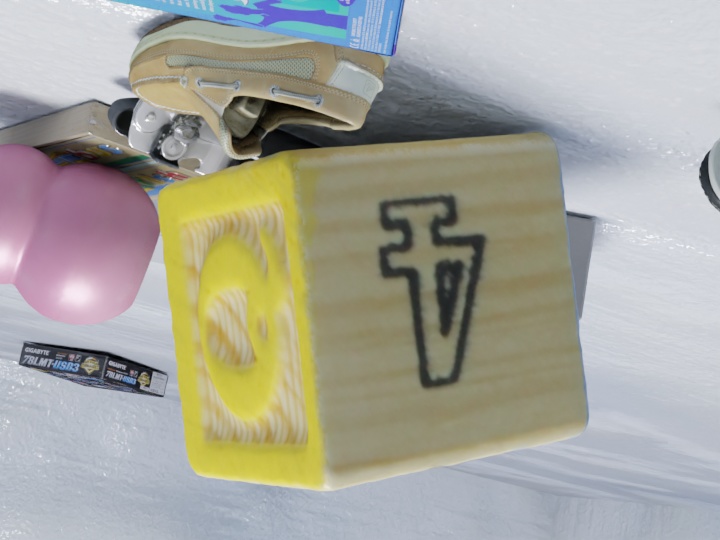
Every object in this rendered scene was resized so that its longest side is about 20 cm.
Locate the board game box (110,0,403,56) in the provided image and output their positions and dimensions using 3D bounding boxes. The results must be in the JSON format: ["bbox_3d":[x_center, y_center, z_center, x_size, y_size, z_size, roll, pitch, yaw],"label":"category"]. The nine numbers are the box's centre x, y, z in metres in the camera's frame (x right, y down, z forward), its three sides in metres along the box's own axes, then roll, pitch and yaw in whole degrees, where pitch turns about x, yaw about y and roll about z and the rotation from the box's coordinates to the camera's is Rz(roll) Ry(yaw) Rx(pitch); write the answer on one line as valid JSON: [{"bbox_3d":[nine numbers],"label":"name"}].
[{"bbox_3d":[-0.073,-0.157,0.661,0.198,0.045,0.152,11,169,-1],"label":"board game box"}]

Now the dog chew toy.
[{"bbox_3d":[-0.255,-0.039,1.123,0.199,0.125,0.124,22,167,-11],"label":"dog chew toy"}]

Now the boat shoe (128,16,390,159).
[{"bbox_3d":[-0.069,-0.102,0.849,0.071,0.077,0.199,21,166,-41],"label":"boat shoe"}]

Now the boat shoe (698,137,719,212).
[{"bbox_3d":[0.271,-0.032,0.870,0.199,0.076,0.060,17,162,-23],"label":"boat shoe"}]

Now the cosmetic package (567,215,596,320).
[{"bbox_3d":[0.077,-0.008,1.159,0.198,0.091,0.107,8,169,0],"label":"cosmetic package"}]

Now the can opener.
[{"bbox_3d":[-0.078,-0.085,1.042,0.199,0.053,0.067,20,-160,-33],"label":"can opener"}]

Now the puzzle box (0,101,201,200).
[{"bbox_3d":[-0.201,-0.088,1.175,0.132,0.026,0.199,19,166,-33],"label":"puzzle box"}]

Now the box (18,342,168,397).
[{"bbox_3d":[-0.488,0.184,2.724,0.199,0.050,0.198,5,167,29],"label":"box"}]

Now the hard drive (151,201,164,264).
[{"bbox_3d":[-0.167,-0.032,1.413,0.131,0.026,0.200,12,168,-5],"label":"hard drive"}]

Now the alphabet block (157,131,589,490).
[{"bbox_3d":[0.005,0.024,0.953,0.199,0.198,0.195,-7,178,-31],"label":"alphabet block"}]
